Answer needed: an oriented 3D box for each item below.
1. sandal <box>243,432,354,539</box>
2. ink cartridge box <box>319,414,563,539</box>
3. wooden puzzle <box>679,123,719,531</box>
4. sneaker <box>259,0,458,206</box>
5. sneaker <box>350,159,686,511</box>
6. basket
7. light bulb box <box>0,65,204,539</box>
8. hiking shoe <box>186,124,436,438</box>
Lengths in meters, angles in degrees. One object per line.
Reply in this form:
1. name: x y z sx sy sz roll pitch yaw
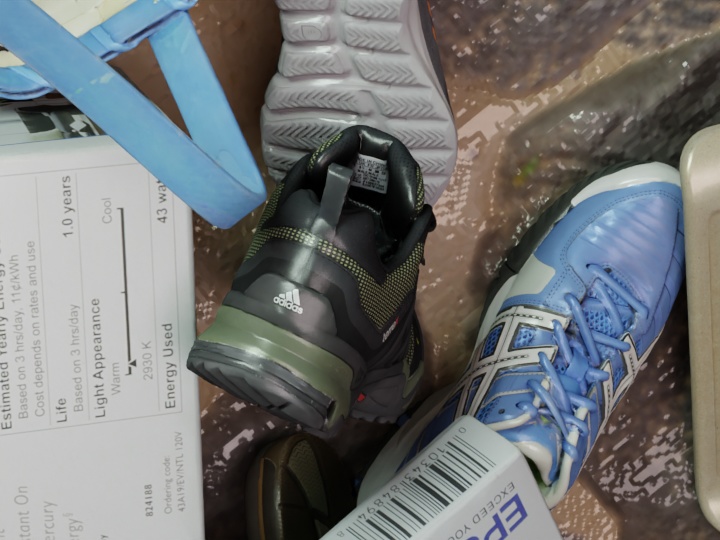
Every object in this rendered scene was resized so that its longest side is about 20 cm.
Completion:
1. sandal: -0.038 0.165 1.072 0.055 0.082 0.200 -1 93 26
2. ink cartridge box: 0.012 0.187 1.016 0.196 0.043 0.200 -41 129 -16
3. wooden puzzle: 0.224 0.013 1.099 0.185 0.037 0.200 -15 126 -8
4. sneaker: 0.006 -0.110 1.008 0.077 0.112 0.200 7 139 7
5. sneaker: 0.078 0.047 1.073 0.076 0.077 0.200 32 92 -21
6. basket: -0.107 -0.118 0.866 0.139 0.200 0.176 -37 133 10
7. light bulb box: -0.166 0.040 0.967 0.200 0.125 0.198 -6 107 -16
8. hiking shoe: 0.000 0.000 0.974 0.076 0.200 0.101 28 98 3
